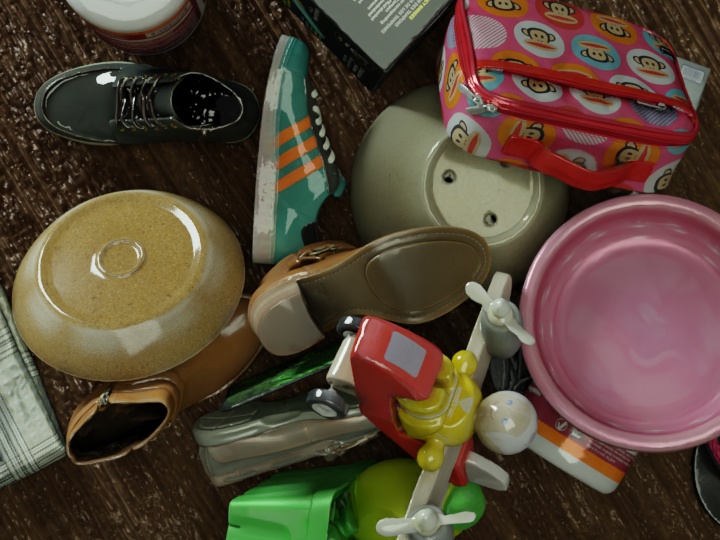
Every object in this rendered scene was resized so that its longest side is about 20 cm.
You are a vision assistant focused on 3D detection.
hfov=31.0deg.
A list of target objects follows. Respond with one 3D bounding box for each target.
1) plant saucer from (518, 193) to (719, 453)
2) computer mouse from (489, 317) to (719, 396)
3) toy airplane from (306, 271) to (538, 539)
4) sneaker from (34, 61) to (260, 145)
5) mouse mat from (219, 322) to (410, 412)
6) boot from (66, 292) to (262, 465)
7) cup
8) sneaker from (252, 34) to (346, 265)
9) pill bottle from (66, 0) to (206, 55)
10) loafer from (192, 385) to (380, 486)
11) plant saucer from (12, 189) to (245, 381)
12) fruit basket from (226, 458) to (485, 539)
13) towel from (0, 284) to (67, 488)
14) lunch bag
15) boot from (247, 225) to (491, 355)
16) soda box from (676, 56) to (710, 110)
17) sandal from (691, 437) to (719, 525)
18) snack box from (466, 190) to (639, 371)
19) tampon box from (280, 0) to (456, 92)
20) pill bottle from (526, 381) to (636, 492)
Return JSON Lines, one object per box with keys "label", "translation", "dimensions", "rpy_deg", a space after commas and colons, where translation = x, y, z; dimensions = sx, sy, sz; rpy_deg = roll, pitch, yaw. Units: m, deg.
{"label": "plant saucer", "translation": [0.222, 0.043, 1.006], "dimensions": [0.199, 0.051, 0.202], "rpy_deg": [-2, 74, 7]}
{"label": "computer mouse", "translation": [0.203, 0.080, 1.048], "dimensions": [0.198, 0.044, 0.110], "rpy_deg": [-8, 72, 6]}
{"label": "toy airplane", "translation": [0.069, 0.115, 0.946], "dimensions": [0.140, 0.199, 0.202], "rpy_deg": [2, 102, 36]}
{"label": "sneaker", "translation": [-0.188, -0.147, 1.106], "dimensions": [0.198, 0.106, 0.075], "rpy_deg": [0, 91, 1]}
{"label": "mouse mat", "translation": [-0.040, 0.075, 1.077], "dimensions": [0.160, 0.200, 0.008], "rpy_deg": [-23, 93, -3]}
{"label": "boot", "translation": [-0.161, 0.091, 1.091], "dimensions": [0.199, 0.155, 0.077], "rpy_deg": [-28, 94, -2]}
{"label": "cup", "translation": [0.093, -0.071, 1.111], "dimensions": [0.199, 0.143, 0.202], "rpy_deg": [0, 91, -3]}
{"label": "sneaker", "translation": [-0.050, -0.103, 1.141], "dimensions": [0.079, 0.071, 0.202], "rpy_deg": [4, 99, -4]}
{"label": "pill bottle", "translation": [-0.181, -0.236, 1.060], "dimensions": [0.109, 0.200, 0.111], "rpy_deg": [0, 92, -4]}
{"label": "loafer", "translation": [-0.046, 0.144, 1.151], "dimensions": [0.198, 0.072, 0.063], "rpy_deg": [-10, 105, 3]}
{"label": "plant saucer", "translation": [-0.198, -0.001, 1.088], "dimensions": [0.199, 0.036, 0.201], "rpy_deg": [-2, 52, 3]}
{"label": "fruit basket", "translation": [0.002, 0.226, 1.083], "dimensions": [0.214, 0.216, 0.157], "rpy_deg": [6, 91, -4]}
{"label": "towel", "translation": [-0.379, 0.111, 1.139], "dimensions": [0.191, 0.035, 0.201], "rpy_deg": [-24, 92, -3]}
{"label": "lunch bag", "translation": [0.161, -0.133, 1.026], "dimensions": [0.198, 0.177, 0.082], "rpy_deg": [9, 135, -13]}
{"label": "boot", "translation": [0.000, 0.000, 1.059], "dimensions": [0.199, 0.155, 0.074], "rpy_deg": [-17, 103, -1]}
{"label": "soda box", "translation": [0.201, -0.180, 1.152], "dimensions": [0.199, 0.068, 0.064], "rpy_deg": [19, 92, -3]}
{"label": "sandal", "translation": [0.343, 0.144, 1.180], "dimensions": [0.074, 0.045, 0.202], "rpy_deg": [-2, 92, -4]}
{"label": "snack box", "translation": [0.173, 0.008, 1.153], "dimensions": [0.024, 0.072, 0.200], "rpy_deg": [44, 89, -4]}
{"label": "tampon box", "translation": [-0.013, -0.271, 1.095], "dimensions": [0.200, 0.150, 0.126], "rpy_deg": [44, 89, -4]}
{"label": "pill bottle", "translation": [0.222, 0.082, 1.132], "dimensions": [0.109, 0.110, 0.201], "rpy_deg": [31, 89, -4]}
